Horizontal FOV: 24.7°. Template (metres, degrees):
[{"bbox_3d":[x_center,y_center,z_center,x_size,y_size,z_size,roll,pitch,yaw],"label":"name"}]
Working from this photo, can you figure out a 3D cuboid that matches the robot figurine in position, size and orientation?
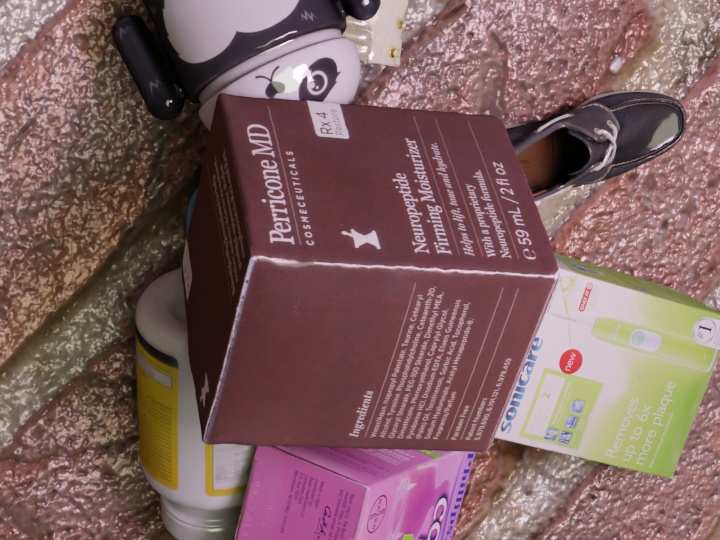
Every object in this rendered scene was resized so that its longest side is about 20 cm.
[{"bbox_3d":[-0.080,-0.179,1.125,0.124,0.150,0.201,-23,86,-42],"label":"robot figurine"}]

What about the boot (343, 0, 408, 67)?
[{"bbox_3d":[0.040,-0.227,1.207,0.199,0.072,0.156,3,104,-15],"label":"boot"}]

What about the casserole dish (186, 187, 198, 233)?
[{"bbox_3d":[-0.039,-0.043,1.251,0.199,0.039,0.122,1,106,-21],"label":"casserole dish"}]

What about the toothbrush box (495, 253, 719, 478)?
[{"bbox_3d":[0.182,0.072,1.347,0.199,0.086,0.146,16,99,-23],"label":"toothbrush box"}]

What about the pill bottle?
[{"bbox_3d":[-0.109,0.104,1.216,0.111,0.112,0.201,-9,126,-18],"label":"pill bottle"}]

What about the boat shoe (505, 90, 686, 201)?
[{"bbox_3d":[0.177,-0.094,1.305,0.199,0.068,0.072,-15,109,-18],"label":"boat shoe"}]

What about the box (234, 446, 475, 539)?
[{"bbox_3d":[-0.011,0.211,1.250,0.200,0.096,0.177,-8,115,-64],"label":"box"}]

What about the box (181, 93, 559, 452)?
[{"bbox_3d":[-0.002,0.004,1.073,0.199,0.166,0.165,3,132,-17],"label":"box"}]
